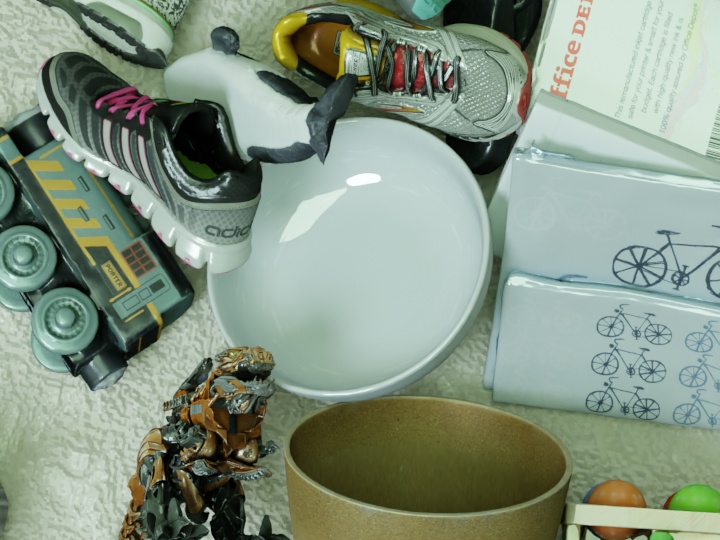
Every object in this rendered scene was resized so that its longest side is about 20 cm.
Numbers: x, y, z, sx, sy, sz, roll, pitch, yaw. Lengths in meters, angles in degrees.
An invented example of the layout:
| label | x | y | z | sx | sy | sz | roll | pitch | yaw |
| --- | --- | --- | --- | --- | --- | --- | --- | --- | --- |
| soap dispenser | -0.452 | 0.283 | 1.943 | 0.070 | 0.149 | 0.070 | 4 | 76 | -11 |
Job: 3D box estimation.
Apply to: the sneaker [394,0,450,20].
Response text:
| label | x | y | z | sx | sy | sz | roll | pitch | yaw |
| --- | --- | --- | --- | --- | --- | --- | --- | --- | --- |
| sneaker | -0.010 | -0.223 | 1.718 | 0.091 | 0.078 | 0.200 | -41 | 50 | 9 |

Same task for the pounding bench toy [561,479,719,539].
| label | x | y | z | sx | sy | sz | roll | pitch | yaw |
| --- | --- | --- | --- | --- | --- | --- | --- | --- | --- |
| pounding bench toy | 0.188 | 0.214 | 1.616 | 0.123 | 0.200 | 0.157 | 4 | 84 | 3 |

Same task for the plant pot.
| label | x | y | z | sx | sy | sz | roll | pitch | yaw |
| --- | --- | --- | --- | --- | --- | --- | --- | --- | --- |
| plant pot | 0.037 | 0.208 | 1.639 | 0.185 | 0.187 | 0.202 | 5 | 111 | 3 |

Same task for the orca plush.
| label | x | y | z | sx | sy | sz | roll | pitch | yaw |
| --- | --- | --- | --- | --- | --- | --- | --- | --- | --- |
| orca plush | -0.053 | -0.119 | 1.693 | 0.071 | 0.199 | 0.106 | -15 | 95 | -32 |

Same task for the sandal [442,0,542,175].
| label | x | y | z | sx | sy | sz | roll | pitch | yaw |
| --- | --- | --- | --- | --- | --- | --- | --- | --- | --- |
| sandal | 0.093 | -0.164 | 1.736 | 0.048 | 0.075 | 0.202 | 8 | 82 | -33 |

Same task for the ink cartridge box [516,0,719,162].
| label | x | y | z | sx | sy | sz | roll | pitch | yaw |
| --- | --- | --- | --- | --- | --- | --- | --- | --- | --- |
| ink cartridge box | 0.218 | -0.129 | 1.711 | 0.199 | 0.084 | 0.146 | 16 | 86 | 4 |

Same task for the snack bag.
| label | x | y | z | sx | sy | sz | roll | pitch | yaw |
| --- | --- | --- | --- | --- | --- | --- | --- | --- | --- |
| snack bag | 0.183 | 0.016 | 1.670 | 0.187 | 0.021 | 0.201 | 9 | 123 | 5 |

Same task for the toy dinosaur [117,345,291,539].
| label | x | y | z | sx | sy | sz | roll | pitch | yaw |
| --- | --- | --- | --- | --- | --- | --- | --- | --- | --- |
| toy dinosaur | -0.106 | 0.139 | 1.671 | 0.101 | 0.201 | 0.136 | -4 | 50 | -20 |

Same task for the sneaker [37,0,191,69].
| label | x | y | z | sx | sy | sz | roll | pitch | yaw |
| --- | --- | --- | --- | --- | --- | --- | --- | --- | --- |
| sneaker | -0.194 | -0.226 | 1.754 | 0.200 | 0.077 | 0.089 | 37 | 73 | 1 |

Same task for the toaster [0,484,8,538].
| label | x | y | z | sx | sy | sz | roll | pitch | yaw |
| --- | --- | --- | --- | --- | --- | --- | --- | --- | --- |
| toaster | -0.311 | 0.188 | 1.675 | 0.113 | 0.129 | 0.201 | 28 | 85 | 4 |

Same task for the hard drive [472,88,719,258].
| label | x | y | z | sx | sy | sz | roll | pitch | yaw |
| --- | --- | --- | --- | --- | --- | --- | --- | --- | --- |
| hard drive | 0.188 | -0.030 | 1.680 | 0.199 | 0.132 | 0.027 | 23 | 41 | -1 |

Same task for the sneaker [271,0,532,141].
| label | x | y | z | sx | sy | sz | roll | pitch | yaw |
| --- | --- | --- | --- | --- | --- | --- | --- | --- | --- |
| sneaker | 0.026 | -0.131 | 1.683 | 0.199 | 0.082 | 0.078 | 16 | 105 | 32 |

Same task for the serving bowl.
| label | x | y | z | sx | sy | sz | roll | pitch | yaw |
| --- | --- | --- | --- | --- | --- | --- | --- | --- | --- |
| serving bowl | 0.000 | 0.000 | 1.701 | 0.199 | 0.066 | 0.202 | -7 | 66 | 17 |

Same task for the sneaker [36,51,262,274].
| label | x | y | z | sx | sy | sz | roll | pitch | yaw |
| --- | --- | --- | --- | --- | --- | --- | --- | --- | --- |
| sneaker | -0.135 | -0.092 | 1.685 | 0.200 | 0.074 | 0.088 | 45 | 129 | 20 |

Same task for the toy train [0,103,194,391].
| label | x | y | z | sx | sy | sz | roll | pitch | yaw |
| --- | --- | --- | --- | --- | --- | --- | --- | --- | --- |
| toy train | -0.202 | -0.018 | 1.722 | 0.114 | 0.085 | 0.201 | -32 | 80 | -15 |
